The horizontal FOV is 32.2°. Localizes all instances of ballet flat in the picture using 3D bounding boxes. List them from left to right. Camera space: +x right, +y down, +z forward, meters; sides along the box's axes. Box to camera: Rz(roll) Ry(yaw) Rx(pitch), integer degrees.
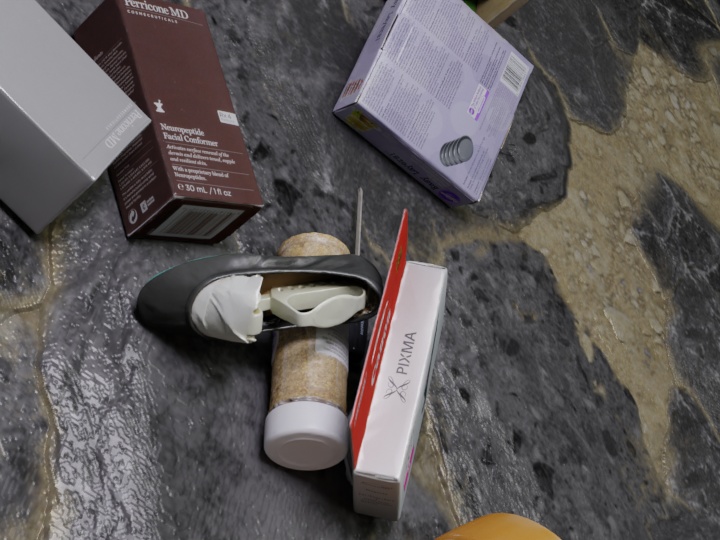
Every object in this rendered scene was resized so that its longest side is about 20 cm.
[{"bbox_3d":[-0.071,0.021,0.976,0.199,0.068,0.068,-8,26,-19],"label":"ballet flat"}]

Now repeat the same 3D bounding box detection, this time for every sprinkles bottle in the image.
[{"bbox_3d":[-0.042,0.065,1.045,0.068,0.068,0.201,29,44,-32],"label":"sprinkles bottle"}]

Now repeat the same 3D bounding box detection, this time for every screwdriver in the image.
[{"bbox_3d":[0.000,0.000,1.171,0.029,0.028,0.201,14,52,-6],"label":"screwdriver"}]

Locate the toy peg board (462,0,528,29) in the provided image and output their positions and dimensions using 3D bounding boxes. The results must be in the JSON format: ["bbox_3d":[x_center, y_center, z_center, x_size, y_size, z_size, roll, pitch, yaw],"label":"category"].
[{"bbox_3d":[0.103,-0.375,1.427,0.098,0.200,0.200,7,59,-42],"label":"toy peg board"}]

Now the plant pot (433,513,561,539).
[{"bbox_3d":[0.063,0.301,0.907,0.183,0.200,0.201,-14,74,-35],"label":"plant pot"}]

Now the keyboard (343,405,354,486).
[{"bbox_3d":[0.021,0.105,1.111,0.200,0.011,0.056,-58,148,-51],"label":"keyboard"}]

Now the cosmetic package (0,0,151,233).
[{"bbox_3d":[-0.266,-0.139,0.926,0.200,0.090,0.107,43,36,-13],"label":"cosmetic package"}]

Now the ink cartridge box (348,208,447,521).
[{"bbox_3d":[0.034,0.079,1.017,0.043,0.174,0.201,11,60,6],"label":"ink cartridge box"}]

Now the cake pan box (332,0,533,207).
[{"bbox_3d":[0.084,-0.200,1.341,0.184,0.052,0.201,36,65,-28],"label":"cake pan box"}]

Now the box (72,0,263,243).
[{"bbox_3d":[-0.162,-0.127,1.048,0.100,0.075,0.201,3,60,-47],"label":"box"}]
